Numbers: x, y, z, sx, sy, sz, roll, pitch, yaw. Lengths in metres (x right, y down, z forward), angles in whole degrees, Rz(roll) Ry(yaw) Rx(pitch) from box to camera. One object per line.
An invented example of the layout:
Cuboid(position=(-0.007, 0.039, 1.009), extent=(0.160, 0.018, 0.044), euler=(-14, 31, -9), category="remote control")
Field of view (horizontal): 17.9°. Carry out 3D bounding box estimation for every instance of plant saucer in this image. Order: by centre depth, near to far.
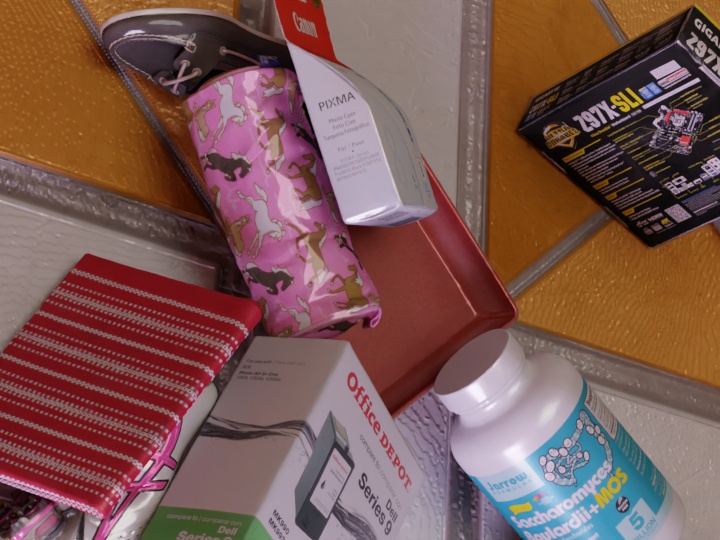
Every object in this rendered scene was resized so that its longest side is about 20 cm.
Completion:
Cuboid(position=(0.000, 0.000, 1.681), extent=(0.200, 0.037, 0.200), euler=(-36, 94, -41), category="plant saucer")

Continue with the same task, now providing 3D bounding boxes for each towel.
Cuboid(position=(-0.169, 0.070, 1.477), extent=(0.200, 0.144, 0.023), euler=(-53, 147, -38), category="towel")

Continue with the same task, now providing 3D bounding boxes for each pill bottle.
Cuboid(position=(0.140, 0.138, 1.670), extent=(0.200, 0.111, 0.111), euler=(49, 50, -17), category="pill bottle")

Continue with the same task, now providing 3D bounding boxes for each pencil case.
Cuboid(position=(-0.054, -0.044, 1.585), extent=(0.083, 0.086, 0.201), euler=(1, 68, -70), category="pencil case")

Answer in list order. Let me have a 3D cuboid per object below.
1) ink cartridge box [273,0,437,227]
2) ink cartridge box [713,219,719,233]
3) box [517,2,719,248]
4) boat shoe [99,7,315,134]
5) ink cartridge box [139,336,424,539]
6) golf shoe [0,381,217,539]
Cuboid(position=(-0.005, -0.131, 1.610), extent=(0.160, 0.047, 0.201), euler=(-3, 77, -78), category="ink cartridge box")
Cuboid(position=(0.367, -0.094, 1.988), extent=(0.200, 0.057, 0.163), euler=(-40, 97, -35), category="ink cartridge box")
Cuboid(position=(0.245, -0.109, 1.802), extent=(0.160, 0.200, 0.049), euler=(41, 54, -16), category="box")
Cuboid(position=(-0.095, -0.142, 1.648), extent=(0.199, 0.067, 0.057), euler=(9, 62, -38), category="boat shoe")
Cuboid(position=(-0.051, 0.162, 1.512), extent=(0.201, 0.084, 0.146), euler=(-62, 139, -35), category="ink cartridge box")
Cuboid(position=(-0.157, 0.145, 1.486), extent=(0.200, 0.072, 0.092), euler=(-45, 106, -31), category="golf shoe")
